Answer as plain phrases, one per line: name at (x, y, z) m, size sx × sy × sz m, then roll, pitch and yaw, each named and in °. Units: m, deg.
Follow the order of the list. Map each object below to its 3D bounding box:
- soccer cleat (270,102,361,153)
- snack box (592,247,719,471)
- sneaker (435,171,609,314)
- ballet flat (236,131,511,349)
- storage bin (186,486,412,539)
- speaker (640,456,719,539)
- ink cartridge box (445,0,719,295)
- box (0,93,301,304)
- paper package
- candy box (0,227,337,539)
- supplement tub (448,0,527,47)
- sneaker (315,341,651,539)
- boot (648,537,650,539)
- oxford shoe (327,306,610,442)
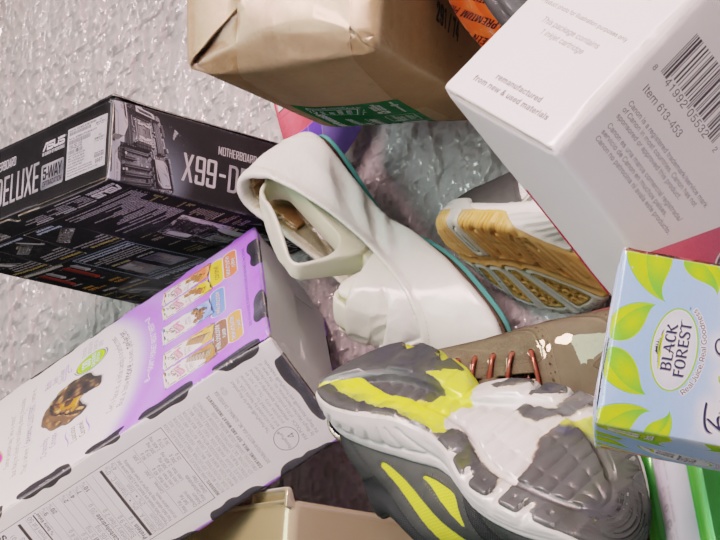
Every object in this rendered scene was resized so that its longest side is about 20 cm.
soccer cleat at (0.005, -0.154, 1.324) m, size 0.076 × 0.067 × 0.200 m, roll 14°, pitch 87°, yaw 48°
snack box at (0.185, 0.047, 0.864) m, size 0.169 × 0.200 × 0.068 m, roll 48°, pitch -127°, yaw -81°
sneaker at (0.117, -0.036, 1.149) m, size 0.200 × 0.076 × 0.088 m, roll -6°, pitch 48°, yaw 57°
ballet flat at (0.000, 0.000, 1.253) m, size 0.200 × 0.069 × 0.070 m, roll 47°, pitch 116°, yaw 38°
storage bin at (-0.064, 0.225, 1.264) m, size 0.198 × 0.094 × 0.200 m, roll -14°, pitch 68°, yaw 50°
speaker at (0.165, 0.105, 1.012) m, size 0.088 × 0.088 × 0.200 m, roll -34°, pitch 54°, yaw 42°
ink cartridge box at (0.157, -0.088, 0.979) m, size 0.200 × 0.145 × 0.084 m, roll -46°, pitch 38°, yaw -6°
box at (-0.133, -0.035, 1.383) m, size 0.200 × 0.158 × 0.050 m, roll -19°, pitch 65°, yaw 49°
paper package at (-0.005, -0.175, 1.196) m, size 0.103 × 0.200 × 0.191 m, roll 0°, pitch 85°, yaw 19°
candy box at (-0.114, 0.083, 1.274) m, size 0.200 × 0.072 × 0.168 m, roll -34°, pitch 19°, yaw 8°
supplement tub at (0.134, -0.177, 1.114) m, size 0.200 × 0.122 × 0.123 m, roll -35°, pitch 53°, yaw 42°
sneaker at (0.062, 0.094, 1.065) m, size 0.200 × 0.074 × 0.085 m, roll 27°, pitch 142°, yaw 51°
boot at (0.073, 0.150, 1.118) m, size 0.201 × 0.071 × 0.144 m, roll 35°, pitch 106°, yaw 33°
oxford shoe at (0.073, 0.061, 1.138) m, size 0.200 × 0.075 × 0.071 m, roll -22°, pitch 70°, yaw 35°
